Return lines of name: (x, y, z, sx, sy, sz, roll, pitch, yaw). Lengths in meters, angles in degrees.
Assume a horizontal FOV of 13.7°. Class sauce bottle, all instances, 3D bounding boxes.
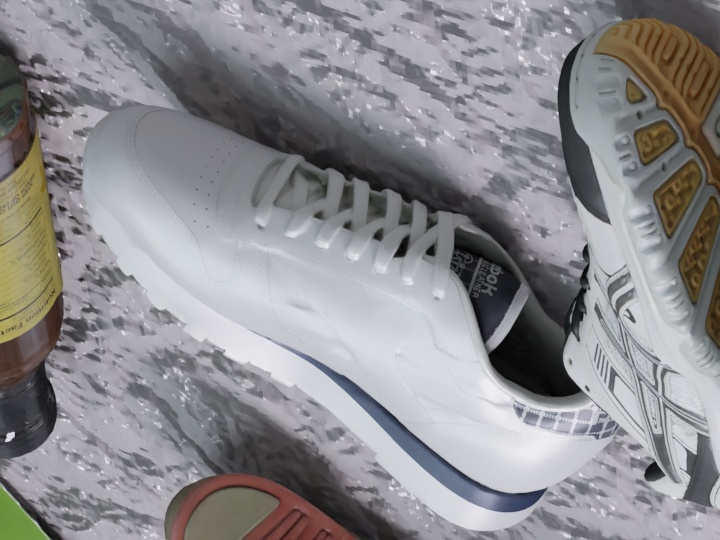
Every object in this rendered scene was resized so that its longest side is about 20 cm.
sauce bottle: (-0.145, -0.001, 1.129, 0.065, 0.065, 0.200, 25, 146, 17)

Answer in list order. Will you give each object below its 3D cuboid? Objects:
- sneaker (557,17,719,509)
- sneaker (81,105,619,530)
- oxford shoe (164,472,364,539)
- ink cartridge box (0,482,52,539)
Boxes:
sneaker: (0.089, 0.009, 0.909, 0.088, 0.076, 0.200, 5, 137, 39)
sneaker: (0.000, 0.000, 1.000, 0.200, 0.076, 0.081, 34, 137, -6)
oxford shoe: (0.007, 0.144, 1.194, 0.200, 0.071, 0.074, 42, 173, -10)
ink cartridge box: (-0.233, 0.111, 1.348, 0.200, 0.076, 0.148, 48, 146, -18)
